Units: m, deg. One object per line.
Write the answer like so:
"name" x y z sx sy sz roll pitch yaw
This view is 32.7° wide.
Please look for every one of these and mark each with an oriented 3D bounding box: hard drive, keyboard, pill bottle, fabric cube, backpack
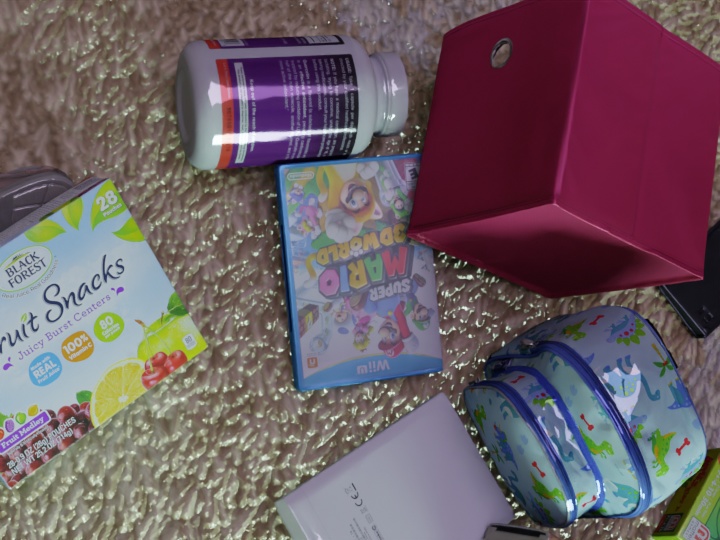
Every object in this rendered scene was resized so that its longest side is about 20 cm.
"hard drive" 0.034 0.209 1.068 0.199 0.027 0.133 -28 86 -37
"keyboard" 0.405 0.003 1.266 0.199 0.021 0.127 -38 85 -20
"pill bottle" -0.062 -0.153 1.105 0.197 0.112 0.114 -5 79 -18
"fabric cube" 0.184 -0.106 1.101 0.199 0.195 0.202 22 72 -33
"backpack" 0.194 0.134 1.072 0.146 0.200 0.184 -28 87 -21

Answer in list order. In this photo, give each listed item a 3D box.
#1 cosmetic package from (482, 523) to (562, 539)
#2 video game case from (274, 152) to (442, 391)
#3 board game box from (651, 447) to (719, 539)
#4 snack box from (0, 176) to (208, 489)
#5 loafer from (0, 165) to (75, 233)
"cosmetic package" 0.196 0.305 1.067 0.199 0.103 0.088 34 70 -21
"video game case" 0.000 0.000 1.115 0.141 0.018 0.203 -6 93 -19
"board game box" 0.389 0.273 1.182 0.199 0.048 0.102 38 69 -6
"snack box" -0.252 0.046 0.998 0.199 0.067 0.170 -35 110 -23
"loafer" -0.336 -0.041 1.029 0.198 0.063 0.073 -18 122 -19
